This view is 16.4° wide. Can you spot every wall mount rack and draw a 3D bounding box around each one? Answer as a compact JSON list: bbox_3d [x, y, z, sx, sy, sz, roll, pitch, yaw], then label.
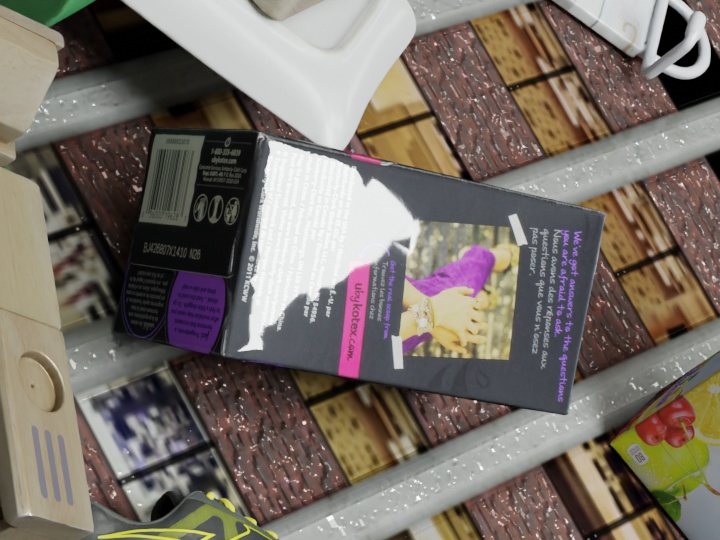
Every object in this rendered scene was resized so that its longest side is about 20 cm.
[{"bbox_3d":[0.158,-0.215,1.516,0.200,0.075,0.174,33,49,-18],"label":"wall mount rack"}]

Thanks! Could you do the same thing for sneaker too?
[{"bbox_3d":[-0.056,0.138,1.144,0.199,0.074,0.085,1,63,-36],"label":"sneaker"}]

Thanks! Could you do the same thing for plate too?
[{"bbox_3d":[-0.062,-0.163,1.296,0.200,0.032,0.200,37,28,-4],"label":"plate"}]

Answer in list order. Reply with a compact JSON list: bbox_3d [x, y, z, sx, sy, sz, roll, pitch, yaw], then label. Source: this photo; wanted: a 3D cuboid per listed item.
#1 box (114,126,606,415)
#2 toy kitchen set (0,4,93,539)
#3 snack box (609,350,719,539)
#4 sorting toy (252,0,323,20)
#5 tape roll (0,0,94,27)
[{"bbox_3d":[0.000,0.000,1.215,0.199,0.122,0.107,12,89,-31],"label":"box"},{"bbox_3d":[-0.185,0.005,1.021,0.200,0.163,0.181,24,45,-50],"label":"toy kitchen set"},{"bbox_3d":[0.257,0.100,1.312,0.169,0.200,0.068,51,47,0],"label":"snack box"},{"bbox_3d":[-0.051,-0.243,1.299,0.200,0.070,0.199,45,30,5],"label":"sorting toy"},{"bbox_3d":[-0.186,-0.207,1.168,0.201,0.200,0.048,52,48,1],"label":"tape roll"}]
